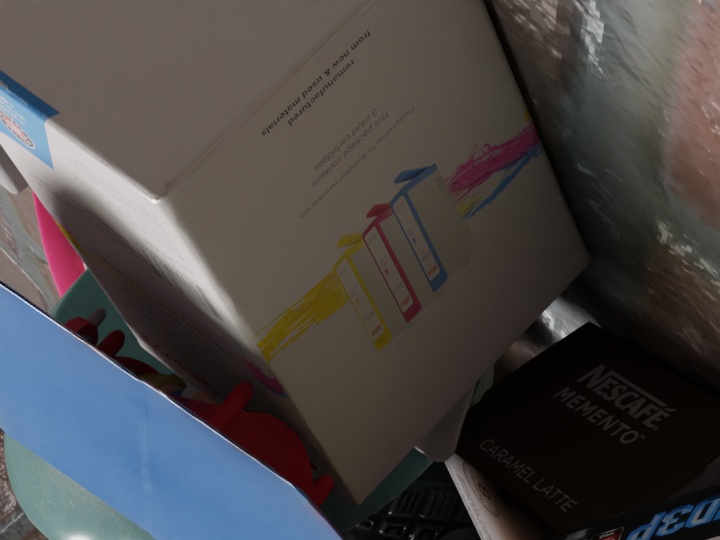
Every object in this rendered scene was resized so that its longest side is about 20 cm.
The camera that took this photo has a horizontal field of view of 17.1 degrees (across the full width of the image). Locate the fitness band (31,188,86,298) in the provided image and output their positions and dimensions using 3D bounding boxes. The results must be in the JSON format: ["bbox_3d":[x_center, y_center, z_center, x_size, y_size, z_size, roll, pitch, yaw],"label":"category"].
[{"bbox_3d":[-0.106,-0.005,1.172,0.144,0.037,0.200,46,-158,-48],"label":"fitness band"}]

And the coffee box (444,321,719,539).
[{"bbox_3d":[0.117,0.134,0.883,0.114,0.080,0.200,33,152,57],"label":"coffee box"}]

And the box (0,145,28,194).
[{"bbox_3d":[-0.189,-0.149,1.071,0.124,0.097,0.200,39,165,31],"label":"box"}]

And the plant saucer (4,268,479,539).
[{"bbox_3d":[-0.051,0.030,0.932,0.200,0.200,0.036,35,156,43],"label":"plant saucer"}]

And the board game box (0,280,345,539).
[{"bbox_3d":[-0.062,0.051,0.807,0.200,0.039,0.158,33,158,10],"label":"board game box"}]

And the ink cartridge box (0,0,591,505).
[{"bbox_3d":[-0.024,-0.031,0.804,0.128,0.125,0.200,34,163,38],"label":"ink cartridge box"}]

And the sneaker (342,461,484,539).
[{"bbox_3d":[0.048,0.103,0.966,0.200,0.076,0.091,16,-155,-41],"label":"sneaker"}]

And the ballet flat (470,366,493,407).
[{"bbox_3d":[0.000,0.000,1.024,0.200,0.068,0.062,43,-164,34],"label":"ballet flat"}]

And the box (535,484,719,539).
[{"bbox_3d":[0.132,0.142,0.763,0.200,0.046,0.159,-22,116,36],"label":"box"}]
